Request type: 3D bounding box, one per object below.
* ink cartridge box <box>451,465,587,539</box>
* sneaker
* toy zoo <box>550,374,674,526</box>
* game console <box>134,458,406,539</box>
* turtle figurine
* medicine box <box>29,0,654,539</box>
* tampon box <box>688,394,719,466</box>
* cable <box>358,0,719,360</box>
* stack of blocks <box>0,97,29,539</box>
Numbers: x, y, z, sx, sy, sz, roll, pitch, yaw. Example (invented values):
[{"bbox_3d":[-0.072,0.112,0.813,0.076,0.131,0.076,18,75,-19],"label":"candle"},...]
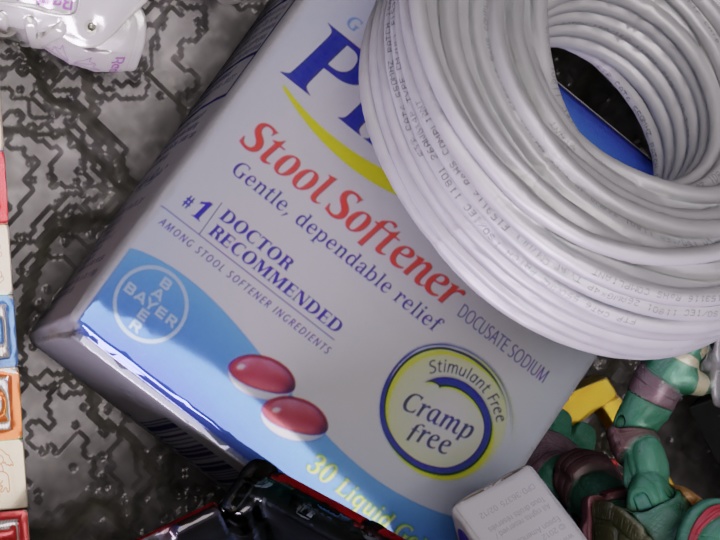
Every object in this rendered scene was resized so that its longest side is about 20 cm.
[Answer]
[{"bbox_3d":[0.111,0.198,1.028,0.043,0.199,0.200,-29,57,-9],"label":"ink cartridge box"},{"bbox_3d":[-0.138,-0.119,1.087,0.199,0.075,0.100,-18,94,-11],"label":"sneaker"},{"bbox_3d":[0.088,0.138,1.175,0.131,0.020,0.201,-33,98,-10],"label":"toy zoo"},{"bbox_3d":[-0.031,0.176,1.049,0.172,0.200,0.119,26,65,23],"label":"game console"},{"bbox_3d":[0.128,0.099,1.067,0.100,0.200,0.151,-23,94,-19],"label":"turtle figurine"},{"bbox_3d":[0.000,0.000,1.095,0.182,0.103,0.201,37,76,-10],"label":"medicine box"},{"bbox_3d":[0.267,0.053,1.099,0.150,0.199,0.127,-36,100,-42],"label":"tampon box"},{"bbox_3d":[0.094,-0.065,1.035,0.200,0.069,0.200,41,49,-6],"label":"cable"},{"bbox_3d":[-0.197,0.027,1.088,0.114,0.059,0.202,-5,93,-12],"label":"stack of blocks"}]
